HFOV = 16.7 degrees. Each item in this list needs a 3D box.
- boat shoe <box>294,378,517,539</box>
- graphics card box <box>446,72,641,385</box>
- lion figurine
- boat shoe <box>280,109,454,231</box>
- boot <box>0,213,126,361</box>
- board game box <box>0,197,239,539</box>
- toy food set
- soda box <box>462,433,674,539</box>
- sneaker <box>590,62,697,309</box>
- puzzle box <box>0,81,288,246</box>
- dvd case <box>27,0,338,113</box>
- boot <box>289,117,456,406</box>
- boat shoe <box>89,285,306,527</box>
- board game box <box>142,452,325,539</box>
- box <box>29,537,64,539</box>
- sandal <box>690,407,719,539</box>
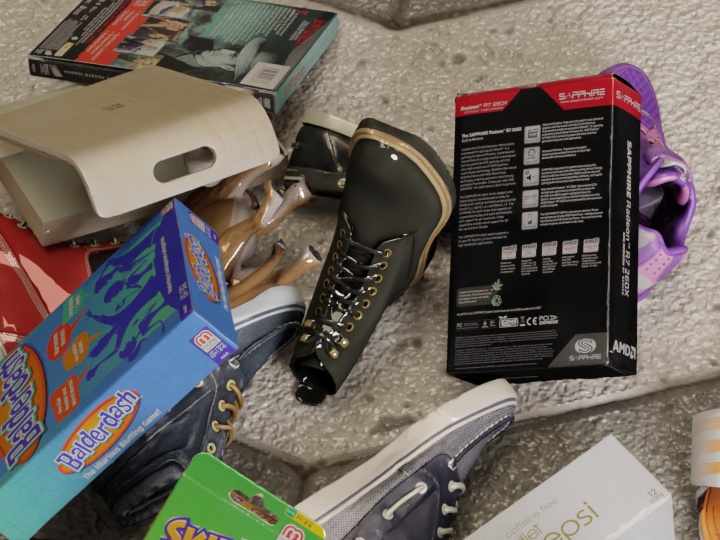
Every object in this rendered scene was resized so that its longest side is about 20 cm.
[{"bbox_3d":[0.041,0.158,1.611,0.200,0.075,0.093,-33,75,-18],"label":"boat shoe"},{"bbox_3d":[0.124,-0.025,1.658,0.125,0.051,0.201,-6,74,30],"label":"graphics card box"},{"bbox_3d":[-0.091,-0.017,1.684,0.122,0.073,0.200,-37,13,12],"label":"lion figurine"},{"bbox_3d":[0.037,-0.051,1.764,0.200,0.072,0.068,23,84,18],"label":"boat shoe"},{"bbox_3d":[-0.235,-0.018,1.779,0.144,0.072,0.200,-23,59,-11],"label":"boot"},{"bbox_3d":[-0.170,0.064,1.591,0.200,0.045,0.152,-43,27,14],"label":"board game box"},{"bbox_3d":[-0.166,-0.085,1.702,0.143,0.061,0.200,-21,22,-28],"label":"toy food set"},{"bbox_3d":[0.105,0.195,1.564,0.200,0.068,0.064,-34,56,-16],"label":"soda box"},{"bbox_3d":[0.197,-0.065,1.714,0.080,0.088,0.201,22,54,-26],"label":"sneaker"},{"bbox_3d":[-0.169,-0.091,1.806,0.200,0.025,0.133,-16,47,-24],"label":"puzzle box"},{"bbox_3d":[-0.133,-0.172,1.867,0.199,0.022,0.146,8,32,16],"label":"dvd case"},{"bbox_3d":[0.000,0.000,1.648,0.077,0.200,0.138,24,65,17],"label":"boot"},{"bbox_3d":[-0.105,0.095,1.680,0.200,0.071,0.091,-32,69,-15],"label":"boat shoe"},{"bbox_3d":[-0.106,0.213,1.492,0.095,0.030,0.200,32,105,4],"label":"board game box"},{"bbox_3d":[-0.132,0.228,1.549,0.199,0.075,0.100,1,99,12],"label":"box"},{"bbox_3d":[0.250,0.095,1.596,0.079,0.059,0.207,-14,50,43],"label":"sandal"}]
